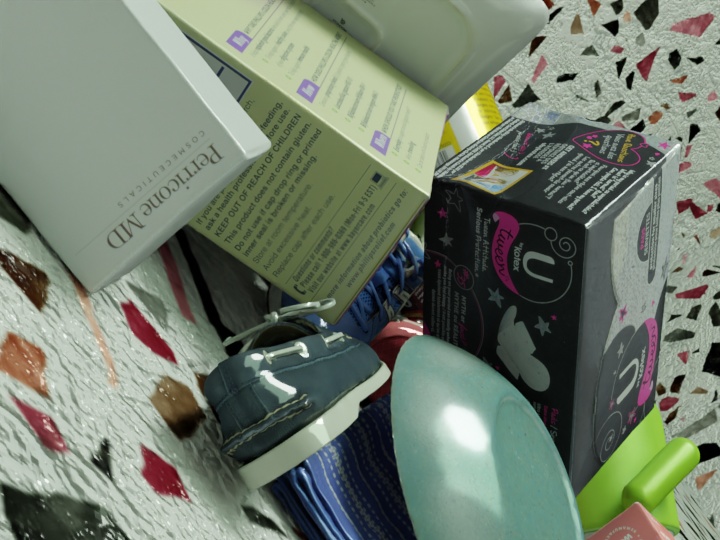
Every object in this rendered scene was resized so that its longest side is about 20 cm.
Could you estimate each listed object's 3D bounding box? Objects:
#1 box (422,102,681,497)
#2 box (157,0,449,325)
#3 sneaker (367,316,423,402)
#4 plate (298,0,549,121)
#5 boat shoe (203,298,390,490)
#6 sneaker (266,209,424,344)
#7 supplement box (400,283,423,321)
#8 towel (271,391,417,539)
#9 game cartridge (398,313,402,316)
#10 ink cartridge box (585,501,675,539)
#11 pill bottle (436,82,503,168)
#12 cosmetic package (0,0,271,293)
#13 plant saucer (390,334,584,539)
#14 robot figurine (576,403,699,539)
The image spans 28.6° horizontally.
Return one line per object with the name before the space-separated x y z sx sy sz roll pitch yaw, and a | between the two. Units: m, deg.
box | 0.120 0.019 0.884 0.114 0.132 0.202 20 -53 30
box | -0.058 -0.091 0.821 0.199 0.097 0.176 35 22 -8
sneaker | 0.067 0.113 0.973 0.200 0.073 0.087 49 10 -19
plate | -0.014 -0.158 0.902 0.199 0.200 0.032 39 37 -10
boat shoe | -0.035 0.052 0.697 0.062 0.074 0.200 59 14 -2
sneaker | 0.000 0.000 0.928 0.076 0.077 0.201 51 34 -17
supplement box | 0.055 0.025 1.176 0.200 0.061 0.109 49 -19 -17
towel | 0.035 0.135 0.750 0.145 0.024 0.200 54 21 6
game cartridge | -0.015 0.022 1.046 0.200 0.041 0.134 46 14 -32
ink cartridge box | 0.181 0.256 0.836 0.067 0.116 0.201 42 12 -48
pill bottle | 0.046 -0.118 1.070 0.202 0.112 0.113 68 13 14
cosmetic package | -0.145 -0.102 0.657 0.201 0.101 0.071 50 9 -3
plant saucer | 0.081 0.123 0.761 0.201 0.038 0.202 49 28 -37
robot figurine | 0.178 0.169 1.066 0.114 0.176 0.202 4 66 -21
